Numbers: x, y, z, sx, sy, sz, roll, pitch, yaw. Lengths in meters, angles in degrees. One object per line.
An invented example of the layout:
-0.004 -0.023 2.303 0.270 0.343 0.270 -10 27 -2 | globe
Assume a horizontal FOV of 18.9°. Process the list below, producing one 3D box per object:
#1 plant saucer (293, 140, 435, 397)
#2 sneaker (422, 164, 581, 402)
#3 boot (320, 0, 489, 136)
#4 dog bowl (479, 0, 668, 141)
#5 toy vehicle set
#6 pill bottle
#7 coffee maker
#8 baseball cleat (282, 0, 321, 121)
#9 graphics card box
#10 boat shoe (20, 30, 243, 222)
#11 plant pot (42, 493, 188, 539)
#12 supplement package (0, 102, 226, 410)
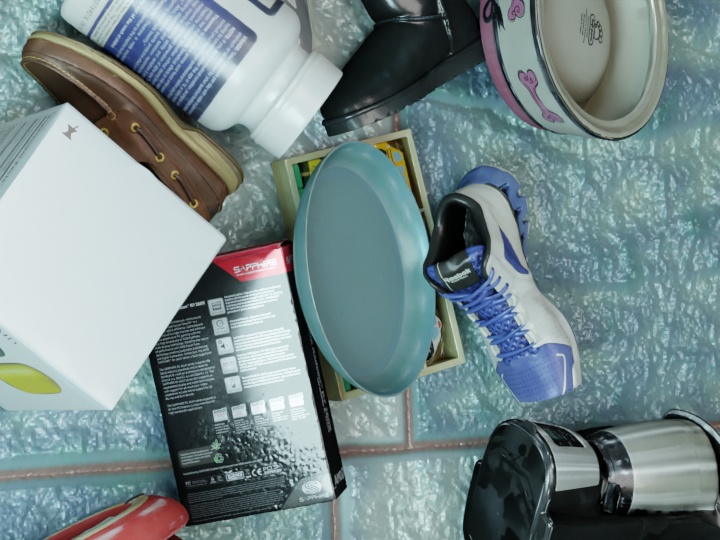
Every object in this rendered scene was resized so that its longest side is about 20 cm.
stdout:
0.000 0.000 1.683 0.200 0.027 0.201 24 62 -57 | plant saucer
0.102 0.018 1.765 0.115 0.080 0.200 -21 92 -60 | sneaker
0.016 -0.217 1.753 0.198 0.073 0.163 -33 106 -35 | boot
0.177 -0.205 1.819 0.200 0.074 0.201 8 80 -49 | dog bowl
0.007 -0.005 1.762 0.124 0.026 0.201 -17 96 -30 | toy vehicle set
-0.116 -0.177 1.624 0.200 0.111 0.111 37 69 -6 | pill bottle
0.198 0.216 1.801 0.199 0.134 0.193 -1 88 -30 | coffee maker
-0.082 -0.211 1.709 0.106 0.070 0.201 2 81 -16 | baseball cleat
-0.092 0.086 1.649 0.125 0.051 0.201 -12 93 11 | graphics card box
-0.179 -0.103 1.633 0.200 0.072 0.068 39 70 -22 | boat shoe
-0.175 0.272 1.549 0.200 0.200 0.183 -27 91 -29 | plant pot
-0.229 -0.003 1.524 0.152 0.200 0.151 41 68 -21 | supplement package
